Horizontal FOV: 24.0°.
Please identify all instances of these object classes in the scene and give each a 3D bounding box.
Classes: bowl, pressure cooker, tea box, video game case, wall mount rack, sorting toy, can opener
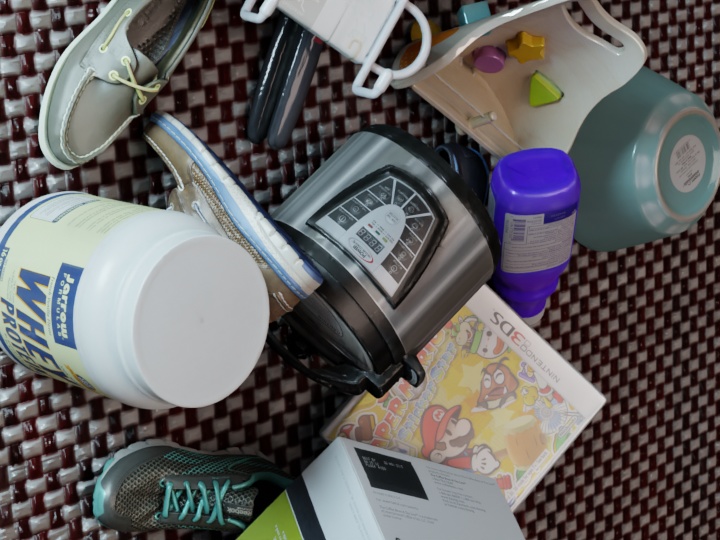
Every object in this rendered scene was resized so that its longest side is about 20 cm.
[{"bbox_3d":[0.296,-0.113,1.736,0.199,0.104,0.203,-9,104,-40],"label":"bowl"},{"bbox_3d":[0.000,0.002,1.430,0.200,0.175,0.179,-44,125,-16],"label":"pressure cooker"},{"bbox_3d":[0.011,0.264,1.408,0.199,0.134,0.197,19,124,-41],"label":"tea box"},{"bbox_3d":[0.093,0.131,1.519,0.182,0.023,0.200,42,86,-8],"label":"video game case"},{"bbox_3d":[0.001,-0.239,1.317,0.199,0.074,0.175,31,87,-25],"label":"wall mount rack"},{"bbox_3d":[0.155,-0.188,1.527,0.199,0.179,0.108,34,45,-42],"label":"sorting toy"},{"bbox_3d":[-0.049,-0.199,1.429,0.078,0.063,0.202,20,84,-38],"label":"can opener"}]

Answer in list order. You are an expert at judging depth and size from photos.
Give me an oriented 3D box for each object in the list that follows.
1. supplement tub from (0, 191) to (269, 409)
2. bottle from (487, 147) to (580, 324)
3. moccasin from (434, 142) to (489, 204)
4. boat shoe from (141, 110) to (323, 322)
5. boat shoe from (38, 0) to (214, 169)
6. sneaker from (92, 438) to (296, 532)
[{"bbox_3d":[-0.175,0.022,1.261,0.144,0.199,0.147,-9,104,-41],"label":"supplement tub"},{"bbox_3d":[0.160,-0.027,1.605,0.082,0.066,0.201,-9,141,-7],"label":"bottle"},{"bbox_3d":[0.067,-0.019,1.568,0.068,0.080,0.203,21,70,-53],"label":"moccasin"},{"bbox_3d":[-0.118,-0.042,1.335,0.072,0.200,0.072,-42,159,2],"label":"boat shoe"},{"bbox_3d":[-0.179,-0.166,1.317,0.072,0.060,0.203,43,69,-38],"label":"boat shoe"},{"bbox_3d":[-0.127,0.183,1.409,0.199,0.091,0.079,-1,98,-42],"label":"sneaker"}]
